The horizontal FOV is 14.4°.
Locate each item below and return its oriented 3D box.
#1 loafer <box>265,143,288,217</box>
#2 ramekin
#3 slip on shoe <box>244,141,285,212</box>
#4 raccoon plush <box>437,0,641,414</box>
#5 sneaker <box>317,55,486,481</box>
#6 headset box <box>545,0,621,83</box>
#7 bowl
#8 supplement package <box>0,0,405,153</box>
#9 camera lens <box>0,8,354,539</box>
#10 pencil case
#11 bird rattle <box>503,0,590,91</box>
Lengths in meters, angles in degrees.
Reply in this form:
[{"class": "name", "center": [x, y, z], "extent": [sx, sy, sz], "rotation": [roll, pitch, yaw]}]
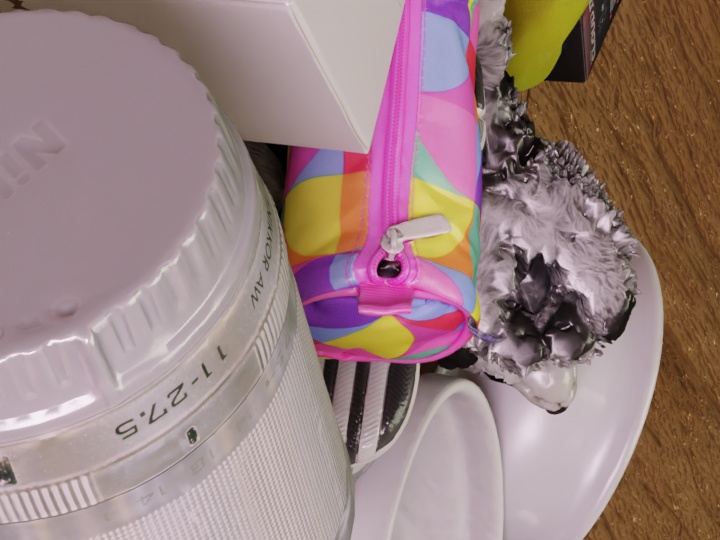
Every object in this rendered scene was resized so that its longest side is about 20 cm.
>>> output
[{"class": "loafer", "center": [-0.025, -0.096, 1.212], "extent": [0.068, 0.070, 0.201], "rotation": [-34, 128, -68]}, {"class": "ramekin", "center": [-0.013, 0.141, 1.273], "extent": [0.200, 0.105, 0.200], "rotation": [6, 90, -73]}, {"class": "slip on shoe", "center": [-0.079, -0.017, 1.101], "extent": [0.074, 0.061, 0.200], "rotation": [41, 27, -12]}, {"class": "raccoon plush", "center": [0.073, -0.033, 1.282], "extent": [0.134, 0.097, 0.200], "rotation": [-107, -163, -86]}, {"class": "sneaker", "center": [0.000, 0.000, 1.183], "extent": [0.116, 0.075, 0.200], "rotation": [98, 6, -67]}, {"class": "headset box", "center": [0.105, -0.209, 1.562], "extent": [0.200, 0.075, 0.149], "rotation": [-64, 153, -46]}, {"class": "bowl", "center": [0.057, 0.057, 1.420], "extent": [0.201, 0.090, 0.201], "rotation": [-49, -153, 37]}, {"class": "supplement package", "center": [-0.044, -0.161, 1.048], "extent": [0.120, 0.121, 0.200], "rotation": [59, 41, -62]}, {"class": "camera lens", "center": [-0.093, 0.037, 0.902], "extent": [0.200, 0.160, 0.160], "rotation": [75, 28, -48]}, {"class": "pencil case", "center": [0.011, -0.060, 1.100], "extent": [0.088, 0.088, 0.200], "rotation": [58, 30, -62]}, {"class": "bird rattle", "center": [0.017, -0.094, 1.361], "extent": [0.200, 0.113, 0.163], "rotation": [-61, 142, -23]}]
